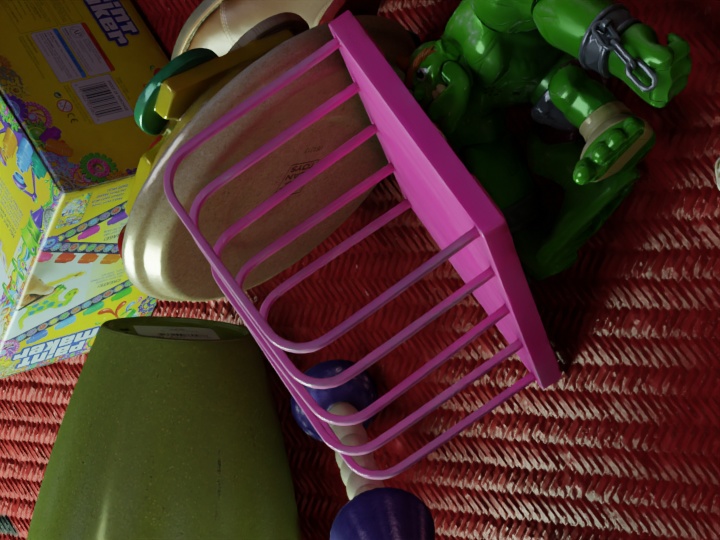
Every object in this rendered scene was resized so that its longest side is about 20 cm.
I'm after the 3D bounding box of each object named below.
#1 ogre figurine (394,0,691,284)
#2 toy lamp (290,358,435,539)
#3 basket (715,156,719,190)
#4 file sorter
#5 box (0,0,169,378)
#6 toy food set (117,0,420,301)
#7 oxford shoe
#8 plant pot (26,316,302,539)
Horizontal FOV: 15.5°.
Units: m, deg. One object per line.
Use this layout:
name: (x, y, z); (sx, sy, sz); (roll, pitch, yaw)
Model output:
ogre figurine: (0.084, -0.082, 1.272); (0.120, 0.098, 0.200); (49, 171, 14)
toy lamp: (0.001, 0.114, 1.419); (0.200, 0.058, 0.059); (-115, 26, -62)
basket: (0.262, 0.002, 0.962); (0.161, 0.197, 0.201); (-25, 83, 57)
file sorter: (0.000, 0.000, 1.309); (0.139, 0.125, 0.200); (54, 176, 26)
box: (-0.207, -0.076, 1.652); (0.201, 0.121, 0.193); (57, 141, 23)
toy food set: (-0.046, -0.064, 1.366); (0.049, 0.199, 0.199); (47, 141, 23)
oxford shoe: (-0.044, -0.131, 1.453); (0.072, 0.071, 0.200); (61, 142, 9)
plant pot: (-0.113, 0.133, 1.577); (0.187, 0.186, 0.202); (14, 102, 52)
